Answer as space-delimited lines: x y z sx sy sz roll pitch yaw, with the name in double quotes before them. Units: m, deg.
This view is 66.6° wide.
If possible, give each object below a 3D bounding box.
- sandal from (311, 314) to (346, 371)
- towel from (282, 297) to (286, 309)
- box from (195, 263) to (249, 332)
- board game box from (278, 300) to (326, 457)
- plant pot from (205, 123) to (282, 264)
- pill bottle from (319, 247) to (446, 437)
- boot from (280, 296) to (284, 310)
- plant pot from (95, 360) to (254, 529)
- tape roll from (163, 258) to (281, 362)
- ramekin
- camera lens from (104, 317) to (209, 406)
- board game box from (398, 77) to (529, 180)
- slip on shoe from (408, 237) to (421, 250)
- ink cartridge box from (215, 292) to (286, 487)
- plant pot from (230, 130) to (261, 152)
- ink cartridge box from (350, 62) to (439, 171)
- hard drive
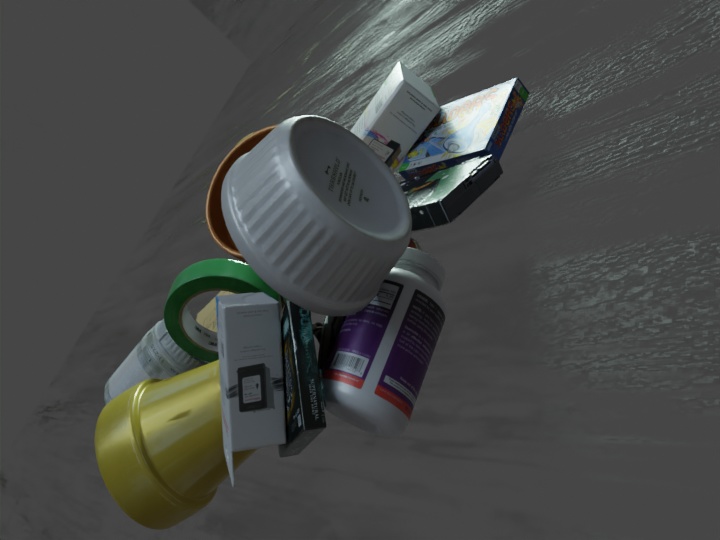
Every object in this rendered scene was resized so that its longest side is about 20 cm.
"sandal" -0.058 0.109 0.708 0.202 0.056 0.081 113 -177 -53
"towel" -0.119 -0.027 0.925 0.153 0.023 0.204 -51 50 51
"box" -0.310 0.094 1.228 0.199 0.021 0.165 -42 30 20
"board game box" -0.079 0.134 0.644 0.201 0.027 0.138 121 142 -61
"plant pot" -0.102 -0.086 0.792 0.195 0.140 0.205 -9 65 21
"pill bottle" 0.032 0.078 0.637 0.111 0.112 0.203 -9 50 52
"boot" -0.193 0.013 1.090 0.155 0.075 0.206 160 114 -68
"plant pot" -0.237 0.230 0.791 0.186 0.202 0.202 -30 32 6
"tape roll" -0.235 0.075 0.948 0.199 0.199 0.049 -39 31 22
"ramekin" -0.033 -0.064 0.557 0.094 0.200 0.205 -41 29 33
"camera lens" -0.377 0.206 1.055 0.201 0.159 0.160 -48 28 7
"board game box" 0.156 -0.213 0.863 0.198 0.034 0.137 -2 56 56
"slip on shoe" 0.000 0.000 0.811 0.198 0.060 0.076 -24 67 40
"ink cartridge box" -0.133 0.135 0.659 0.115 0.065 0.206 -169 76 -70
"plant pot" -0.162 -0.173 1.148 0.202 0.200 0.188 -53 44 -4
"ink cartridge box" 0.043 -0.247 0.973 0.201 0.083 0.146 -50 19 25
"hard drive" 0.089 -0.101 0.785 0.139 0.038 0.198 -42 19 -33
